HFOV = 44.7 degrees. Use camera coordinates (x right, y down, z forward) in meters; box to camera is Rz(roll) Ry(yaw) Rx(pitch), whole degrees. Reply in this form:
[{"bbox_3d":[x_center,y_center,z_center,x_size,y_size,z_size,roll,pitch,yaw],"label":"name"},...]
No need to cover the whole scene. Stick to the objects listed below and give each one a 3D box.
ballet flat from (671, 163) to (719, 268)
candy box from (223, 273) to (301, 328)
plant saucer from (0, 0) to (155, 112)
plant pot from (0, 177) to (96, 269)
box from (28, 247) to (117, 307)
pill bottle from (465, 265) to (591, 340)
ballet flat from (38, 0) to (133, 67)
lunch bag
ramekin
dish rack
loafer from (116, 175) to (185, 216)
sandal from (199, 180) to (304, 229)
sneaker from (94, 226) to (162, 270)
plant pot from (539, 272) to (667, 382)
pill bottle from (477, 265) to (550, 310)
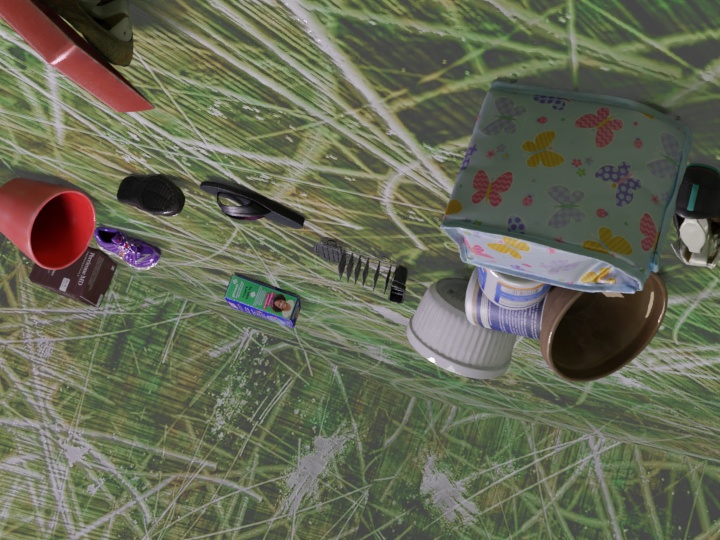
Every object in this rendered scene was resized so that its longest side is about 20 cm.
[{"bbox_3d":[0.369,-0.046,0.957,0.068,0.069,0.200,10,165,33],"label":"ballet flat"},{"bbox_3d":[-0.274,0.089,2.474,0.199,0.077,0.169,18,169,2],"label":"candy box"},{"bbox_3d":[-0.334,-0.255,0.946,0.200,0.037,0.200,43,-178,12],"label":"plant saucer"},{"bbox_3d":[-0.756,-0.124,2.062,0.177,0.201,0.200,23,171,26],"label":"plant pot"},{"bbox_3d":[-0.952,0.004,2.911,0.199,0.167,0.164,16,167,10],"label":"box"},{"bbox_3d":[0.280,0.055,1.416,0.199,0.112,0.111,13,166,29],"label":"pill bottle"},{"bbox_3d":[-0.290,-0.286,0.947,0.070,0.071,0.200,13,168,26],"label":"ballet flat"},{"bbox_3d":[0.202,-0.074,0.849,0.199,0.170,0.127,12,164,27],"label":"lunch bag"},{"bbox_3d":[0.191,0.097,1.580,0.199,0.106,0.200,16,-156,-7],"label":"ramekin"},{"bbox_3d":[0.000,0.000,1.737,0.199,0.055,0.153,19,167,5],"label":"dish rack"},{"bbox_3d":[-0.394,-0.144,1.699,0.199,0.073,0.071,18,176,44],"label":"loafer"},{"bbox_3d":[-0.197,-0.109,1.578,0.199,0.048,0.075,22,167,-14],"label":"sandal"},{"bbox_3d":[-0.634,-0.063,2.368,0.199,0.081,0.084,18,162,8],"label":"sneaker"},{"bbox_3d":[0.334,0.057,1.269,0.200,0.201,0.093,29,-164,-38],"label":"plant pot"},{"bbox_3d":[0.222,-0.007,1.241,0.111,0.113,0.200,17,168,10],"label":"pill bottle"}]
